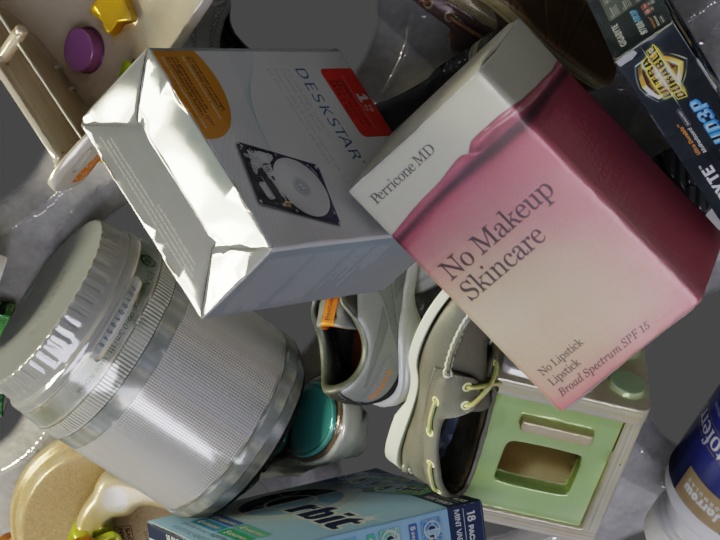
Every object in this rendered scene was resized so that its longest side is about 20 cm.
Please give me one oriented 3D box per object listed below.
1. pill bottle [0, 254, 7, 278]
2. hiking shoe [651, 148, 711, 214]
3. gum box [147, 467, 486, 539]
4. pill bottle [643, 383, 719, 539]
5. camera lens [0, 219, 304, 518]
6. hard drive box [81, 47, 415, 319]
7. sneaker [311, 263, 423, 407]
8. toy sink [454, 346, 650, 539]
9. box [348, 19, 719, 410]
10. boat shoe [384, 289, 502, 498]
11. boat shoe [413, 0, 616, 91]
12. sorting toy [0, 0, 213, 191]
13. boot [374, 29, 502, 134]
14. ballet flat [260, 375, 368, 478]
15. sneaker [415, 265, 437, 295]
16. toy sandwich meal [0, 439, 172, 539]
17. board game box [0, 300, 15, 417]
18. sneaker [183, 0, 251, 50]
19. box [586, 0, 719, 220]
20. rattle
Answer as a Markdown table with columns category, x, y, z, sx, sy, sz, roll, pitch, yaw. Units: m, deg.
| category | x | y | z | sx | sy | sz | roll | pitch | yaw |
| --- | --- | --- | --- | --- | --- | --- | --- | --- | --- |
| pill bottle | -0.368 | -0.005 | 1.547 | 0.199 | 0.113 | 0.113 | 19 | 124 | -10 |
| hiking shoe | 0.172 | -0.017 | 1.509 | 0.200 | 0.101 | 0.076 | -32 | 88 | 15 |
| gum box | -0.034 | 0.198 | 1.561 | 0.199 | 0.170 | 0.045 | -11 | 98 | -26 |
| pill bottle | 0.305 | 0.148 | 1.615 | 0.115 | 0.116 | 0.200 | 20 | 123 | -11 |
| camera lens | -0.154 | 0.076 | 1.562 | 0.200 | 0.160 | 0.160 | 35 | 120 | -20 |
| hard drive box | -0.057 | -0.061 | 1.347 | 0.077 | 0.200 | 0.156 | -42 | 72 | 30 |
| sneaker | 0.000 | 0.000 | 1.507 | 0.074 | 0.079 | 0.201 | -4 | 91 | 43 |
| toy sink | 0.142 | 0.092 | 1.587 | 0.130 | 0.112 | 0.200 | 13 | 125 | -7 |
| box | 0.113 | -0.035 | 1.331 | 0.200 | 0.109 | 0.128 | 45 | 119 | -5 |
| boat shoe | 0.070 | 0.080 | 1.486 | 0.060 | 0.072 | 0.202 | 40 | 139 | 26 |
| boat shoe | 0.084 | -0.180 | 1.433 | 0.200 | 0.072 | 0.072 | 31 | 137 | -19 |
| sorting toy | -0.170 | -0.181 | 1.395 | 0.180 | 0.200 | 0.107 | -45 | 156 | 22 |
| boot | 0.084 | -0.052 | 1.444 | 0.153 | 0.074 | 0.204 | -21 | 109 | 32 |
| ballet flat | -0.031 | 0.124 | 1.614 | 0.069 | 0.070 | 0.200 | 28 | 156 | -16 |
| sneaker | 0.079 | -0.054 | 1.525 | 0.080 | 0.070 | 0.200 | 49 | 120 | -1 |
| toy sandwich meal | -0.195 | 0.205 | 1.718 | 0.204 | 0.070 | 0.206 | 1 | 114 | 2 |
| board game box | -0.373 | 0.055 | 1.644 | 0.199 | 0.023 | 0.105 | 10 | 123 | -3 |
| sneaker | -0.084 | -0.106 | 1.482 | 0.082 | 0.075 | 0.200 | -20 | 121 | 18 |
| box | 0.203 | -0.131 | 1.373 | 0.046 | 0.200 | 0.159 | -31 | 119 | 12 |
| rattle | -0.134 | 0.242 | 1.622 | 0.200 | 0.143 | 0.130 | 30 | 93 | -4 |
